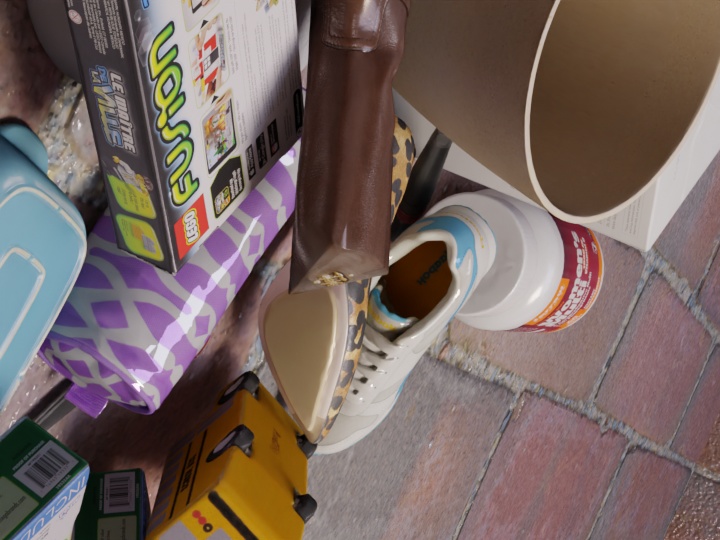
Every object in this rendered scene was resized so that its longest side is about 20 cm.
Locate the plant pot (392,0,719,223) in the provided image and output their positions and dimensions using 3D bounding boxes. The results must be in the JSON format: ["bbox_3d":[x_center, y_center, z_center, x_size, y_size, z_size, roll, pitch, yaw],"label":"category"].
[{"bbox_3d":[0.075,-0.152,0.899,0.187,0.199,0.188,-30,135,-36],"label":"plant pot"}]

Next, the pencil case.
[{"bbox_3d":[-0.090,-0.021,0.844,0.201,0.084,0.085,-56,-172,-21],"label":"pencil case"}]

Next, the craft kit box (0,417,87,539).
[{"bbox_3d":[-0.214,0.192,0.745,0.200,0.048,0.198,-45,162,-41],"label":"craft kit box"}]

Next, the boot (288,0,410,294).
[{"bbox_3d":[-0.005,-0.090,0.717,0.186,0.064,0.202,37,62,-80],"label":"boot"}]

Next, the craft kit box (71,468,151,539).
[{"bbox_3d":[-0.131,0.249,0.914,0.198,0.048,0.201,85,0,-49],"label":"craft kit box"}]

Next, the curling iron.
[{"bbox_3d":[0.044,-0.050,1.108,0.049,0.026,0.200,-13,156,-10],"label":"curling iron"}]

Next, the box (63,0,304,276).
[{"bbox_3d":[-0.071,-0.105,0.682,0.110,0.035,0.201,-50,153,-34],"label":"box"}]

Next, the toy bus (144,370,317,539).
[{"bbox_3d":[-0.074,0.126,0.949,0.078,0.065,0.200,-41,-169,7],"label":"toy bus"}]

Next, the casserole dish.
[{"bbox_3d":[-0.185,0.029,0.727,0.201,0.039,0.121,-61,157,-11],"label":"casserole dish"}]

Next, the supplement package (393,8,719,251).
[{"bbox_3d":[0.138,-0.145,1.066,0.151,0.199,0.152,-48,151,-38],"label":"supplement package"}]

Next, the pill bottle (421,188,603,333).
[{"bbox_3d":[0.116,-0.007,1.274,0.200,0.109,0.110,7,106,-67],"label":"pill bottle"}]

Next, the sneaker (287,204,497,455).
[{"bbox_3d":[0.009,0.042,1.085,0.201,0.076,0.081,-56,169,16],"label":"sneaker"}]

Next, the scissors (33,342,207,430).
[{"bbox_3d":[-0.134,0.042,0.892,0.200,0.014,0.074,-30,140,-54],"label":"scissors"}]

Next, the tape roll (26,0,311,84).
[{"bbox_3d":[-0.068,-0.169,0.758,0.200,0.066,0.201,-48,152,-36],"label":"tape roll"}]

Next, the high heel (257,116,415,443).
[{"bbox_3d":[0.000,0.000,1.025,0.142,0.071,0.202,-13,104,-57],"label":"high heel"}]
